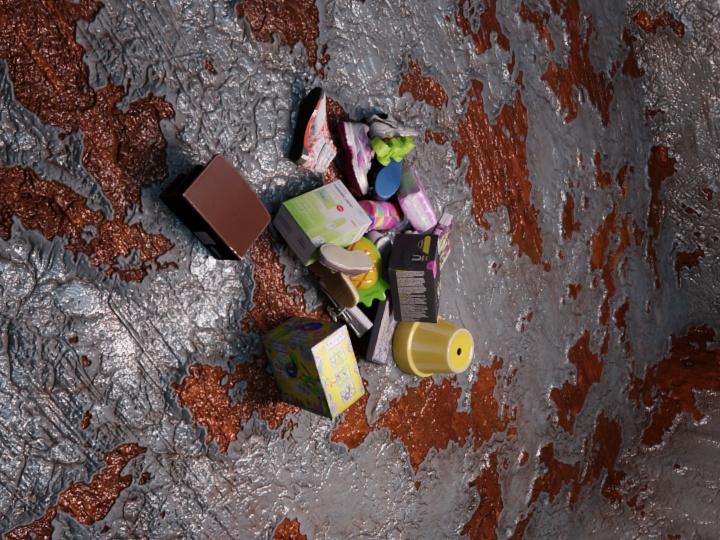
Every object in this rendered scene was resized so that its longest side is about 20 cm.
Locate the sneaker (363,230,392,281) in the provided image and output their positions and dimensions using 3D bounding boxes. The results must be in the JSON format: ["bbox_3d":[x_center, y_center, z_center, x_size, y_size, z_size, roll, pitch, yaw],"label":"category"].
[{"bbox_3d":[0.049,-0.025,1.764,0.076,0.080,0.202,-32,134,-33],"label":"sneaker"}]

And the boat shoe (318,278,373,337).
[{"bbox_3d":[-0.052,0.102,1.674,0.068,0.074,0.199,-43,115,1],"label":"boat shoe"}]

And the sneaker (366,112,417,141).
[{"bbox_3d":[0.092,-0.408,1.771,0.199,0.075,0.089,-15,83,-53],"label":"sneaker"}]

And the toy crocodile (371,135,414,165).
[{"bbox_3d":[0.090,-0.336,1.692,0.062,0.067,0.200,51,33,8],"label":"toy crocodile"}]

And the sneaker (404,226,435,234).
[{"bbox_3d":[0.155,-0.069,1.879,0.084,0.073,0.202,25,82,-7],"label":"sneaker"}]

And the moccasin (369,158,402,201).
[{"bbox_3d":[0.073,-0.251,1.729,0.080,0.068,0.201,35,45,-11],"label":"moccasin"}]

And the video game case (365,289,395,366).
[{"bbox_3d":[0.067,0.164,1.765,0.181,0.025,0.202,45,58,-72],"label":"video game case"}]

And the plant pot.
[{"bbox_3d":[0.229,0.229,1.876,0.199,0.188,0.203,-6,98,-43],"label":"plant pot"}]

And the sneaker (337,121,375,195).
[{"bbox_3d":[0.003,-0.305,1.669,0.087,0.081,0.202,-16,106,-18],"label":"sneaker"}]

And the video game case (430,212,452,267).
[{"bbox_3d":[0.226,-0.048,1.888,0.182,0.036,0.201,-59,160,-26],"label":"video game case"}]

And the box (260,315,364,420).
[{"bbox_3d":[-0.118,0.232,1.530,0.122,0.199,0.195,-31,115,-38],"label":"box"}]

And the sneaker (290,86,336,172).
[{"bbox_3d":[-0.106,-0.353,1.588,0.107,0.067,0.204,19,84,-44],"label":"sneaker"}]

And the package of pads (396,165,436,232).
[{"bbox_3d":[0.151,-0.206,1.770,0.121,0.075,0.201,59,12,-29],"label":"package of pads"}]

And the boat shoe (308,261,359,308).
[{"bbox_3d":[-0.064,0.007,1.601,0.201,0.074,0.069,51,38,11],"label":"boat shoe"}]

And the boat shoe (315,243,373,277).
[{"bbox_3d":[-0.046,-0.018,1.518,0.199,0.059,0.072,7,49,-56],"label":"boat shoe"}]

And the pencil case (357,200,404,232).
[{"bbox_3d":[0.048,-0.150,1.708,0.199,0.088,0.090,-13,103,-59],"label":"pencil case"}]

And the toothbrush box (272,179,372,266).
[{"bbox_3d":[-0.094,-0.122,1.559,0.199,0.086,0.146,-27,75,-40],"label":"toothbrush box"}]

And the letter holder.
[{"bbox_3d":[-0.313,-0.142,1.380,0.200,0.100,0.143,53,57,-33],"label":"letter holder"}]

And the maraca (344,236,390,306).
[{"bbox_3d":[0.000,0.000,1.673,0.202,0.136,0.107,63,17,-10],"label":"maraca"}]

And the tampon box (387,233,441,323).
[{"bbox_3d":[0.153,0.022,1.709,0.151,0.125,0.201,-76,163,-45],"label":"tampon box"}]
